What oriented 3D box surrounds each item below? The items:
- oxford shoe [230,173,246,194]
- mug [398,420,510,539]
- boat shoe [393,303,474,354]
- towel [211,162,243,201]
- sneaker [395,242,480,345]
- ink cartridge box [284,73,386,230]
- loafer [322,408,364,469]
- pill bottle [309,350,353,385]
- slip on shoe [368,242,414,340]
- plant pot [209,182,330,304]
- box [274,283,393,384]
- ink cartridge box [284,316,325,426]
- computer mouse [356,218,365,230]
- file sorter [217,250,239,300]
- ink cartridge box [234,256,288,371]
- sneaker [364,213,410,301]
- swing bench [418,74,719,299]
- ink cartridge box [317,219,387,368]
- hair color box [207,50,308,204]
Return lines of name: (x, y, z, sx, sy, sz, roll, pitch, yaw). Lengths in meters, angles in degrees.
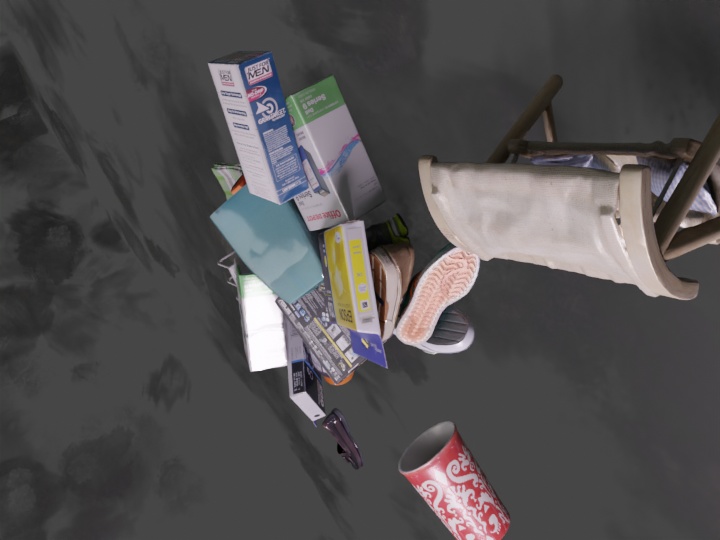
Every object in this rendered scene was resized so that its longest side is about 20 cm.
oxford shoe: (-0.185, -0.172, 1.197, 0.073, 0.072, 0.198, 41, 156, -22)
mug: (0.186, 0.396, 1.143, 0.132, 0.177, 0.202, -35, 94, 28)
boat shoe: (0.119, 0.094, 0.964, 0.067, 0.074, 0.198, 40, 167, -29)
towel: (-0.269, -0.169, 1.372, 0.198, 0.030, 0.152, 15, 131, 55)
sneaker: (0.107, 0.017, 0.877, 0.070, 0.081, 0.202, 23, 131, -10)
ink cartridge box: (-0.061, -0.173, 0.939, 0.144, 0.087, 0.204, 0, 120, 59)
loafer: (-0.052, 0.472, 1.669, 0.071, 0.062, 0.204, 15, 132, 54)
pill bottle: (-0.058, 0.150, 1.275, 0.105, 0.105, 0.203, 34, 147, 37)
slip on shoe: (0.041, 0.033, 0.911, 0.076, 0.060, 0.203, 48, 152, 32)
plant pot: (-0.132, -0.056, 1.066, 0.140, 0.141, 0.203, -34, 88, 20)
box: (-0.046, 0.081, 1.133, 0.161, 0.049, 0.201, -44, 79, 20)
ink cartridge box: (-0.116, 0.216, 1.343, 0.201, 0.042, 0.203, 70, -170, -57)
computer mouse: (0.000, 0.000, 1.044, 0.034, 0.058, 0.205, 4, 113, 56)
file sorter: (-0.220, 0.040, 1.399, 0.124, 0.137, 0.204, 12, 130, 58)
ink cartridge box: (-0.205, 0.083, 1.252, 0.146, 0.082, 0.206, -138, 42, -69)
sneaker: (0.026, -0.004, 0.964, 0.203, 0.079, 0.075, 92, 164, -45)
swing bench: (0.188, -0.068, 0.493, 0.197, 0.198, 0.132, 18, 136, 52)
ink cartridge box: (-0.019, 0.036, 0.914, 0.197, 0.046, 0.206, 174, 89, -75)
hair color box: (-0.146, -0.208, 0.887, 0.099, 0.060, 0.204, 24, 136, 48)
